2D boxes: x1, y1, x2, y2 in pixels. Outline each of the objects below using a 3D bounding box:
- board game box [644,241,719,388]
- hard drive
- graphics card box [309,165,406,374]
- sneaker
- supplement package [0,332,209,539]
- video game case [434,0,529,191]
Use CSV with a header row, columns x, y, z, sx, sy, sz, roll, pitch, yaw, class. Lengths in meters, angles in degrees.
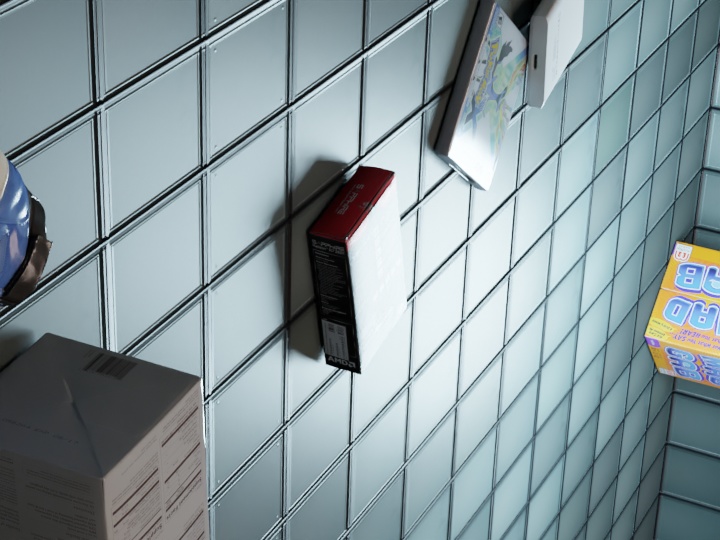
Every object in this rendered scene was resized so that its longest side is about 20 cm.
x,y,z,sx,sy,sz,roll,pitch,yaw,class
0.671,0.093,3.470,0.200,0.200,0.200,-68,156,-16,board game box
0.260,-0.319,2.440,0.200,0.027,0.132,-57,152,-51,hard drive
0.000,0.000,2.023,0.126,0.051,0.200,-55,150,-40,graphics card box
-0.285,0.015,1.320,0.111,0.077,0.200,53,48,-51,sneaker
-0.223,0.185,1.477,0.151,0.151,0.200,-47,145,-50,supplement package
0.156,-0.215,2.294,0.182,0.022,0.200,31,75,-67,video game case
